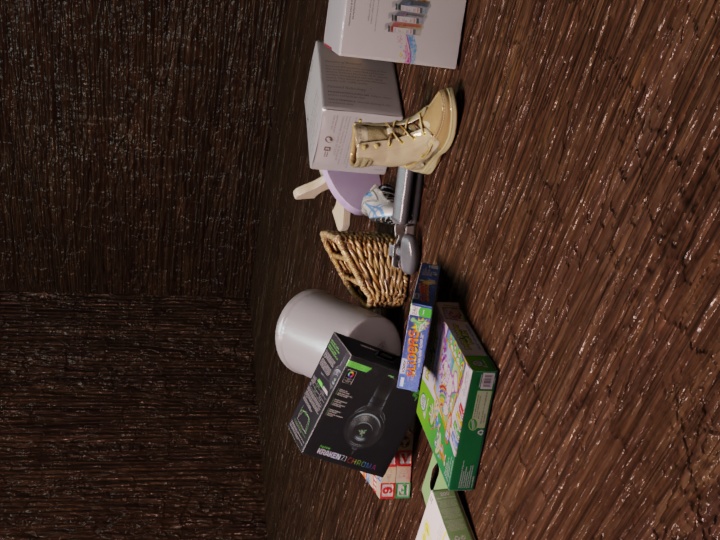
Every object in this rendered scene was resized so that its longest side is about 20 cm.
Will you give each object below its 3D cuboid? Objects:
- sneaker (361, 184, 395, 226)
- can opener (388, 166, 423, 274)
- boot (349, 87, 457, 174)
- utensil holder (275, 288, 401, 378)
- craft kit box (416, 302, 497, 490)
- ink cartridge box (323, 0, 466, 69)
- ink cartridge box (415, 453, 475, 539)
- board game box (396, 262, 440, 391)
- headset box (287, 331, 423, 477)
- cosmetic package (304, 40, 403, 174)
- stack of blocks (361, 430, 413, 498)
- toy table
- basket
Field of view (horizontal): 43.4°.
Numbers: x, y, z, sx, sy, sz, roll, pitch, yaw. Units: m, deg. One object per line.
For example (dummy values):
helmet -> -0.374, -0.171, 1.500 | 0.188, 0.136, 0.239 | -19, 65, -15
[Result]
sneaker -> 0.048, -0.126, 1.729 | 0.200, 0.070, 0.074 | -143, 64, -71
can opener -> 0.092, -0.096, 1.602 | 0.066, 0.053, 0.204 | 22, 113, 42
boot -> 0.066, -0.226, 1.463 | 0.201, 0.152, 0.074 | 119, 150, -63
utensil holder -> -0.042, 0.141, 1.729 | 0.198, 0.167, 0.174 | 19, 108, 49
craft kit box -> 0.138, 0.182, 1.341 | 0.198, 0.047, 0.204 | -108, 24, -64
ink cartridge box -> 0.056, -0.412, 1.446 | 0.146, 0.195, 0.148 | -124, 41, -67
ink cartridge box -> 0.115, 0.378, 1.385 | 0.202, 0.047, 0.148 | -110, 24, -46
board game box -> 0.093, 0.083, 1.414 | 0.200, 0.034, 0.138 | -64, -16, -71
headset box -> 0.001, 0.221, 1.524 | 0.203, 0.172, 0.093 | -62, 28, 9
cosmetic package -> -0.019, -0.328, 1.831 | 0.169, 0.162, 0.203 | 108, 161, -50
stack of blocks -> 0.043, 0.340, 1.699 | 0.200, 0.057, 0.118 | -163, 75, -77
toy table -> -0.042, -0.190, 1.930 | 0.117, 0.180, 0.204 | -44, 48, 53
basket -> 0.000, 0.000, 1.742 | 0.200, 0.146, 0.146 | -155, 68, -75
